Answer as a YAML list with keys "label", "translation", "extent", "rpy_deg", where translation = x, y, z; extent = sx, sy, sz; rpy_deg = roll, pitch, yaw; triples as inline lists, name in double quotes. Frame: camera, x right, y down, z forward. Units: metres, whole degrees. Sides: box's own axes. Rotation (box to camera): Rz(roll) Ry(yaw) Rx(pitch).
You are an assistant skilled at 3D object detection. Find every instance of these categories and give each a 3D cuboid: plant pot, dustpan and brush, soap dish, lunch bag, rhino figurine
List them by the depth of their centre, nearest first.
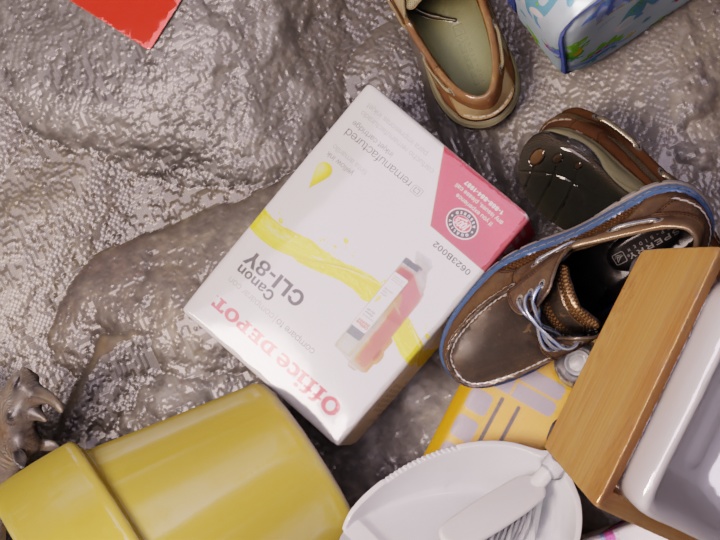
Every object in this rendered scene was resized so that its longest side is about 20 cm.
- label: "soap dish"
  translation: [0.200, 0.080, 1.016]
  extent: [0.081, 0.200, 0.158]
  rpy_deg: [25, 87, 36]
- label: "dustpan and brush"
  translation: [0.103, 0.141, 1.072]
  extent: [0.200, 0.057, 0.139]
  rpy_deg: [-29, 53, -30]
- label: "plant pot"
  translation: [-0.109, 0.178, 1.114]
  extent: [0.188, 0.201, 0.201]
  rpy_deg: [-32, 82, -12]
- label: "lunch bag"
  translation: [0.190, -0.221, 1.114]
  extent: [0.200, 0.161, 0.083]
  rpy_deg: [-36, 82, 4]
- label: "rhino figurine"
  translation: [-0.270, 0.112, 1.168]
  extent: [0.199, 0.060, 0.088]
  rpy_deg: [-16, 86, 34]

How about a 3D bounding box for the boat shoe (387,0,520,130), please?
- label: "boat shoe"
  translation: [0.053, -0.195, 1.174]
  extent: [0.075, 0.074, 0.201]
  rpy_deg: [-28, 82, 4]

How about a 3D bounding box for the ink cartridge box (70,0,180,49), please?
- label: "ink cartridge box"
  translation: [-0.165, -0.287, 1.225]
  extent: [0.162, 0.057, 0.200]
  rpy_deg: [32, 85, 9]

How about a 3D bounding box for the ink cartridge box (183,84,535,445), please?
- label: "ink cartridge box"
  translation: [0.000, 0.000, 1.160]
  extent: [0.145, 0.083, 0.200]
  rpy_deg: [40, 91, 9]

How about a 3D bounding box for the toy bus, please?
- label: "toy bus"
  translation: [0.094, 0.112, 1.148]
  extent: [0.078, 0.065, 0.201]
  rpy_deg: [27, 90, 10]

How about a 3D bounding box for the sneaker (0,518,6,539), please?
- label: "sneaker"
  translation: [-0.317, 0.221, 1.167]
  extent: [0.115, 0.075, 0.201]
  rpy_deg: [26, 117, 9]

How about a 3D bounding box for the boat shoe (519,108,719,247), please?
- label: "boat shoe"
  translation: [0.195, -0.033, 1.132]
  extent: [0.200, 0.074, 0.076]
  rpy_deg: [45, 134, -10]

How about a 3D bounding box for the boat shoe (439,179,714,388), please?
- label: "boat shoe"
  translation: [0.128, 0.013, 1.063]
  extent: [0.200, 0.072, 0.072]
  rpy_deg: [-38, 95, 18]

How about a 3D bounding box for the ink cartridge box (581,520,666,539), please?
- label: "ink cartridge box"
  translation: [0.174, 0.227, 1.126]
  extent: [0.199, 0.067, 0.117]
  rpy_deg: [-19, 83, 4]
